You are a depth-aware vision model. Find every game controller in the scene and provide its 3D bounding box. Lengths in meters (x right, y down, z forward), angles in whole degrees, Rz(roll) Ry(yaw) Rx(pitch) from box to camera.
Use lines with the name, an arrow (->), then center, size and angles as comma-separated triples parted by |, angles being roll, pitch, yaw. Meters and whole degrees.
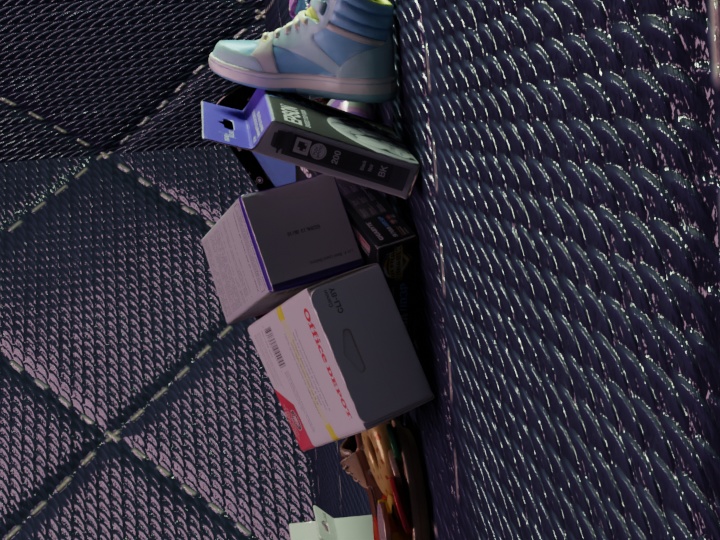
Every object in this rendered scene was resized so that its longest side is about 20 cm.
game controller -> -0.076, -0.120, 1.596 | 0.200, 0.104, 0.042 | 56, -160, -11

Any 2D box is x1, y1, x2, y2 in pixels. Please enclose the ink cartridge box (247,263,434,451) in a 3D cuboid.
ink cartridge box -> -0.022, 0.089, 1.440 | 0.145, 0.083, 0.200 | 67, 157, 3

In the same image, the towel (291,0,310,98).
towel -> -0.067, -0.266, 1.729 | 0.200, 0.048, 0.112 | 116, 168, -51

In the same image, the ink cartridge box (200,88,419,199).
ink cartridge box -> -0.054, -0.134, 1.408 | 0.198, 0.199, 0.043 | -114, 40, -72

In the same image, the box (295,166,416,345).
box -> -0.007, -0.019, 1.499 | 0.200, 0.046, 0.159 | 52, 151, 45

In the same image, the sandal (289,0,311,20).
sandal -> -0.046, -0.313, 1.538 | 0.082, 0.050, 0.203 | 164, 127, -86

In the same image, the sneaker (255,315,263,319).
sneaker -> -0.032, 0.055, 1.694 | 0.076, 0.200, 0.088 | -32, 24, 41

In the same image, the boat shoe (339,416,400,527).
boat shoe -> 0.010, 0.210, 1.683 | 0.076, 0.072, 0.201 | -114, 20, -74

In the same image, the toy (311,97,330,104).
toy -> -0.043, -0.191, 1.782 | 0.115, 0.047, 0.201 | -124, 42, -67

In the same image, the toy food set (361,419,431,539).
toy food set -> 0.038, 0.253, 1.554 | 0.198, 0.049, 0.201 | -123, 29, -77

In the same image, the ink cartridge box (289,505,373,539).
ink cartridge box -> -0.029, 0.434, 2.007 | 0.129, 0.125, 0.201 | -117, 23, -75

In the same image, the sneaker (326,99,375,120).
sneaker -> -0.029, -0.142, 1.678 | 0.200, 0.080, 0.089 | 127, 150, -55

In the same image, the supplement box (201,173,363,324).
supplement box -> -0.085, -0.019, 1.488 | 0.104, 0.101, 0.200 | 71, 159, 7

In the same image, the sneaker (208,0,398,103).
sneaker -> -0.053, -0.242, 1.440 | 0.080, 0.199, 0.131 | -41, -42, -67
